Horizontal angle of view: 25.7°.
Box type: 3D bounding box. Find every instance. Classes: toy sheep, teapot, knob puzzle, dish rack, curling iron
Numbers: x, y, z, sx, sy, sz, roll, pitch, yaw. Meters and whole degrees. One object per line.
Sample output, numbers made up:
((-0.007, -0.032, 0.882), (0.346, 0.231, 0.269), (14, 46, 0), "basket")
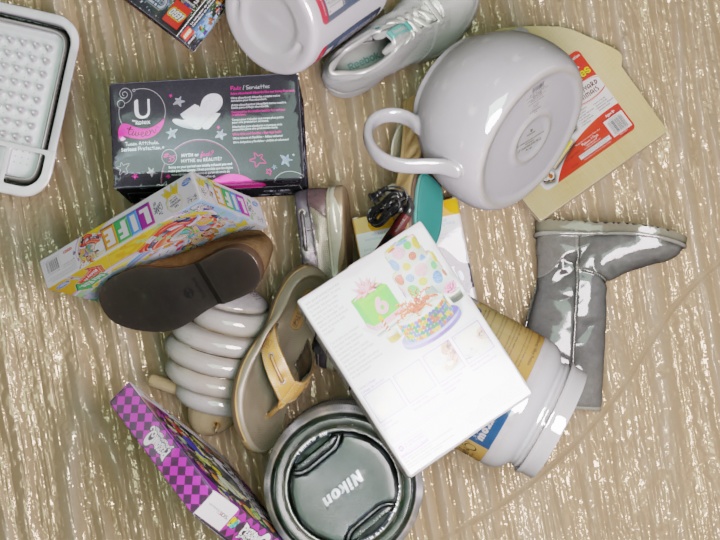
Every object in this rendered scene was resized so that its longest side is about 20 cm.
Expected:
((-0.148, 0.081, 1.674), (0.136, 0.138, 0.202), (10, 106, 1), "toy sheep")
((0.121, -0.167, 1.621), (0.146, 0.200, 0.198), (35, 98, 28), "teapot")
((0.204, -0.179, 1.722), (0.217, 0.030, 0.222), (0, 79, -1), "knob puzzle")
((-0.401, -0.190, 1.724), (0.170, 0.044, 0.202), (12, 89, 2), "dish rack")
((0.000, 0.000, 1.644), (0.049, 0.025, 0.201), (34, 107, 30), "curling iron")

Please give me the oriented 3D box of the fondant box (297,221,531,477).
((0.050, 0.077, 1.522), (0.144, 0.058, 0.201), (-32, 85, -5), "fondant box")

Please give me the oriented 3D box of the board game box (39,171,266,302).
((-0.214, -0.028, 1.642), (0.199, 0.134, 0.034), (-28, 69, 20), "board game box")

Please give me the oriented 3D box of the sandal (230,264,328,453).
((-0.074, 0.091, 1.618), (0.054, 0.080, 0.202), (16, 80, 43), "sandal")

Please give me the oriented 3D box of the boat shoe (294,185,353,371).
((-0.043, 0.008, 1.696), (0.064, 0.072, 0.202), (3, 105, 11), "boat shoe")

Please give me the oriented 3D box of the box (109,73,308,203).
((-0.157, -0.139, 1.676), (0.198, 0.132, 0.116), (-2, 85, 0), "box")

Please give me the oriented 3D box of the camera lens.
((-0.016, 0.215, 1.631), (0.158, 0.200, 0.162), (0, 88, 1), "camera lens")

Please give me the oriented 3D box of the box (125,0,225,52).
((-0.203, -0.338, 1.680), (0.200, 0.038, 0.137), (38, 89, 33), "box")

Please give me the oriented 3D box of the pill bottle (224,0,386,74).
((-0.038, -0.298, 1.647), (0.120, 0.120, 0.200), (47, 48, 1), "pill bottle")

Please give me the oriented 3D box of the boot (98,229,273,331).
((-0.177, 0.009, 1.630), (0.198, 0.076, 0.074), (-16, 111, 23), "boot")

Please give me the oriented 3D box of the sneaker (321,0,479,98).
((0.046, -0.254, 1.699), (0.199, 0.088, 0.076), (-36, 87, -1), "sneaker")

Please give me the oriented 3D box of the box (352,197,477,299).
((0.067, 0.030, 1.717), (0.118, 0.041, 0.202), (-11, 91, 0), "box")

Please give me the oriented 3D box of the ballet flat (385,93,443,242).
((0.059, -0.101, 1.689), (0.063, 0.069, 0.202), (-6, 60, 33), "ballet flat")

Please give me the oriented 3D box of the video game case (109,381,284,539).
((-0.153, 0.217, 1.600), (0.036, 0.200, 0.181), (-45, 134, -2), "video game case")

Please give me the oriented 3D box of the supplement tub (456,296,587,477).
((0.117, 0.111, 1.621), (0.199, 0.145, 0.146), (28, 89, 3), "supplement tub")

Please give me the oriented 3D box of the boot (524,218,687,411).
((0.257, 0.050, 1.698), (0.180, 0.073, 0.202), (2, 82, 14), "boot")
